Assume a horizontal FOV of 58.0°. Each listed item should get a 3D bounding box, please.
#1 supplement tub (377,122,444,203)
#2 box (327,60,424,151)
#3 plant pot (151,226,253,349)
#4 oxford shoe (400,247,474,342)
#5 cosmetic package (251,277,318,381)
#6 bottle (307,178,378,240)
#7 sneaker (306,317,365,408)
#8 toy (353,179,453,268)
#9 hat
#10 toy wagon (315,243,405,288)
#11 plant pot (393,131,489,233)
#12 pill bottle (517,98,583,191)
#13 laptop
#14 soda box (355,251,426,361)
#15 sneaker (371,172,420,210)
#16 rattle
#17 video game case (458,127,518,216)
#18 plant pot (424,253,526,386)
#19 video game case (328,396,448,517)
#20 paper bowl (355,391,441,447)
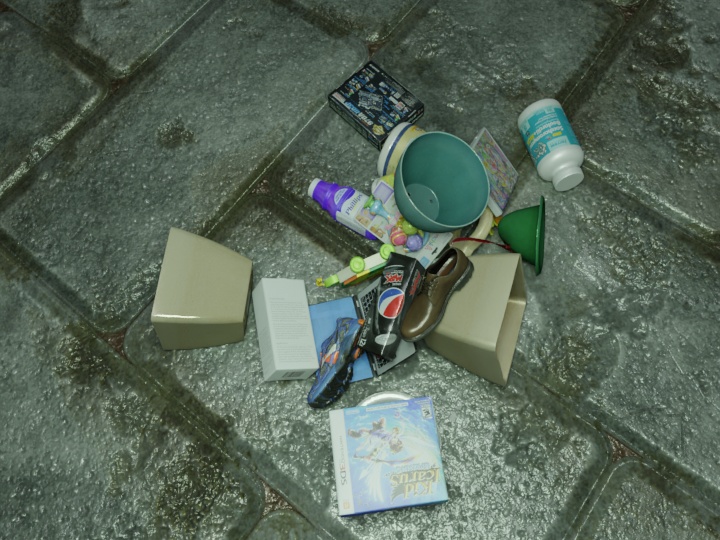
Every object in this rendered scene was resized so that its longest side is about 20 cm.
[{"bbox_3d":[0.152,-0.233,1.484,0.198,0.145,0.146,31,70,15],"label":"supplement tub"},{"bbox_3d":[0.038,-0.414,1.625,0.159,0.046,0.200,-42,70,-14],"label":"box"},{"bbox_3d":[-0.319,0.052,1.364,0.173,0.201,0.204,7,66,-5],"label":"plant pot"},{"bbox_3d":[0.129,0.040,1.217,0.072,0.084,0.202,25,78,41],"label":"oxford shoe"},{"bbox_3d":[-0.160,0.122,1.361,0.100,0.071,0.204,4,61,-31],"label":"cosmetic package"},{"bbox_3d":[-0.029,-0.149,1.499,0.198,0.066,0.084,31,68,16],"label":"bottle"},{"bbox_3d":[-0.051,0.183,1.309,0.077,0.075,0.202,21,73,36],"label":"sneaker"},{"bbox_3d":[0.089,-0.088,1.406,0.199,0.116,0.047,38,29,-3],"label":"toy"},{"bbox_3d":[0.304,-0.083,1.400,0.172,0.200,0.169,3,67,19],"label":"hat"},{"bbox_3d":[0.000,0.000,1.381,0.197,0.155,0.040,-24,82,-8],"label":"toy wagon"},{"bbox_3d":[0.147,-0.160,1.332,0.196,0.135,0.205,7,70,-18],"label":"plant pot"},{"bbox_3d":[0.448,-0.288,1.510,0.108,0.111,0.204,-15,65,-4],"label":"pill bottle"},{"bbox_3d":[-0.007,0.121,1.349,0.114,0.199,0.191,6,57,-41],"label":"laptop"},{"bbox_3d":[0.062,0.072,1.290,0.062,0.071,0.204,16,79,27],"label":"soda box"},{"bbox_3d":[0.113,-0.135,1.439,0.200,0.090,0.079,45,53,-13],"label":"sneaker"},{"bbox_3d":[0.254,-0.047,1.458,0.129,0.142,0.204,17,81,45],"label":"rattle"},{"bbox_3d":[0.290,-0.224,1.451,0.144,0.018,0.201,51,39,-12],"label":"video game case"},{"bbox_3d":[0.222,0.086,1.309,0.173,0.201,0.203,11,65,23],"label":"plant pot"},{"bbox_3d":[0.048,0.335,1.176,0.195,0.046,0.185,-8,67,0],"label":"video game case"},{"bbox_3d":[0.059,0.336,1.256,0.195,0.105,0.205,-2,66,4],"label":"paper bowl"}]
